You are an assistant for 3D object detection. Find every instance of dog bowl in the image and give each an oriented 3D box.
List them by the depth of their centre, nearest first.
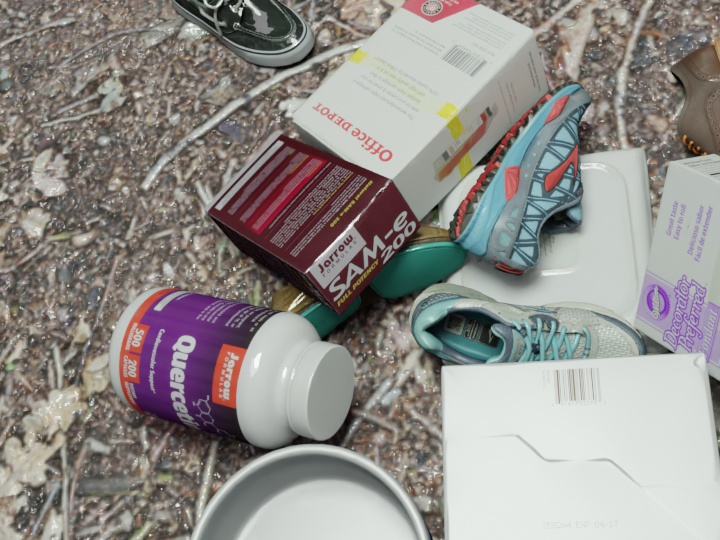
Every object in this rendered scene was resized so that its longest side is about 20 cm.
[{"bbox_3d":[-0.035,0.245,0.795,0.197,0.079,0.203,-5,65,11],"label":"dog bowl"}]

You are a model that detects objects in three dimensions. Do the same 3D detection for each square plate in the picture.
[{"bbox_3d":[0.166,-0.018,0.900,0.195,0.029,0.203,-5,64,10],"label":"square plate"}]

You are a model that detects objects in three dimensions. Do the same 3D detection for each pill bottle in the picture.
[{"bbox_3d":[-0.108,0.083,0.853,0.197,0.113,0.114,9,67,29],"label":"pill bottle"}]

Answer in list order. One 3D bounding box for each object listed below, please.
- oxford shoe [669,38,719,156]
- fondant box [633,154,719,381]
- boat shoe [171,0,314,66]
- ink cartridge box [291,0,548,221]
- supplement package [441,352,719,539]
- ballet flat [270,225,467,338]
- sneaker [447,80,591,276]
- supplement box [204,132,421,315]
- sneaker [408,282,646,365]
[{"bbox_3d":[0.326,-0.112,0.894,0.072,0.071,0.203,-19,56,26],"label":"oxford shoe"},{"bbox_3d":[0.301,0.018,0.731,0.058,0.146,0.200,-11,30,-30],"label":"fondant box"},{"bbox_3d":[-0.135,-0.286,1.072,0.199,0.068,0.074,37,78,25],"label":"boat shoe"},{"bbox_3d":[0.055,-0.158,0.948,0.200,0.084,0.145,-45,54,-9],"label":"ink cartridge box"},{"bbox_3d":[0.166,0.158,0.771,0.197,0.111,0.158,-4,65,10],"label":"supplement package"},{"bbox_3d":[0.000,0.000,0.909,0.198,0.068,0.073,-30,48,11],"label":"ballet flat"},{"bbox_3d":[0.157,-0.076,0.885,0.095,0.079,0.201,38,67,-5],"label":"sneaker"},{"bbox_3d":[-0.048,-0.048,0.899,0.109,0.061,0.199,-47,36,-10],"label":"supplement box"},{"bbox_3d":[0.133,0.063,0.819,0.197,0.086,0.079,8,98,9],"label":"sneaker"}]
